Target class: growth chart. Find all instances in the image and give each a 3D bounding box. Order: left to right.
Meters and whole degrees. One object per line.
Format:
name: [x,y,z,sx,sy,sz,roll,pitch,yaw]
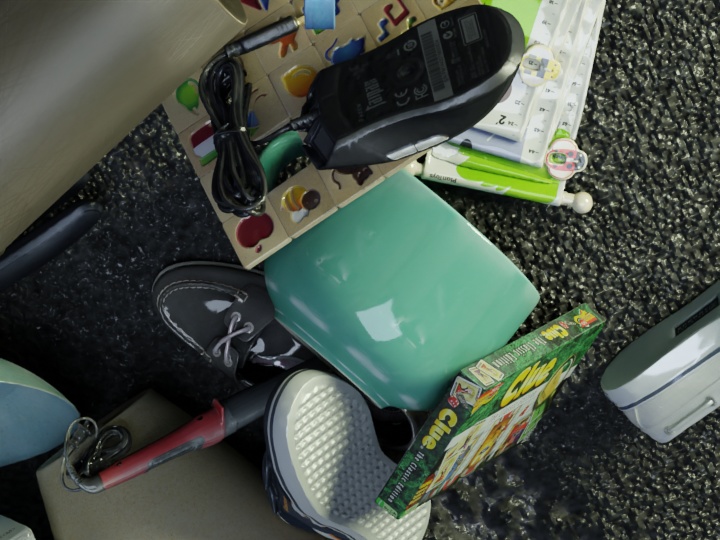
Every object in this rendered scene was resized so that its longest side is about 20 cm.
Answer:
growth chart: [0.082,-0.136,1.558,0.144,0.018,0.201,6,115,1]

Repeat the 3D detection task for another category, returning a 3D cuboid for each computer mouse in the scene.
computer mouse: [0.000,-0.107,1.474,0.199,0.141,0.046,-26,136,8]

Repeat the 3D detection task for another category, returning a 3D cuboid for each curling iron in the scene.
curling iron: [-0.097,0.087,1.587,0.199,0.026,0.050,-22,69,-9]

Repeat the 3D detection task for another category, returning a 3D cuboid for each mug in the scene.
mug: [0.009,0.007,1.552,0.115,0.185,0.152,-50,123,-4]

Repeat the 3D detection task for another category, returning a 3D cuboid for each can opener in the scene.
can opener: [-0.246,0.000,1.627,0.200,0.079,0.064,-42,68,17]

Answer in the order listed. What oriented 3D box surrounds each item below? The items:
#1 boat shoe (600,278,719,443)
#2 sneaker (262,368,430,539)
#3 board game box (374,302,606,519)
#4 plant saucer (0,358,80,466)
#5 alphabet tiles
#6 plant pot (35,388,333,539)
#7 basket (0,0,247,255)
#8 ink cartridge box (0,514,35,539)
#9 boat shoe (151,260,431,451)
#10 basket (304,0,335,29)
boat shoe: [0.254,0.049,1.603,0.202,0.075,0.086,-36,108,21]
sneaker: [-0.028,0.118,1.569,0.079,0.079,0.200,18,158,31]
board game box: [0.083,0.084,1.568,0.023,0.200,0.105,36,115,16]
plant saucer: [-0.280,0.086,1.627,0.199,0.039,0.201,-6,159,-2]
alphabet tiles: [-0.020,-0.121,1.510,0.199,0.168,0.008,-32,155,10]
plant pot: [-0.115,0.184,1.646,0.187,0.187,0.201,-33,94,17]
basket: [-0.179,-0.136,1.507,0.199,0.181,0.136,-35,144,8]
ink cartridge box: [-0.230,0.242,1.677,0.043,0.173,0.201,-34,115,-26]
boat shoe: [-0.043,0.055,1.633,0.199,0.057,0.067,26,114,-9]
basket: [-0.023,-0.247,1.408,0.138,0.200,0.178,3,117,2]
